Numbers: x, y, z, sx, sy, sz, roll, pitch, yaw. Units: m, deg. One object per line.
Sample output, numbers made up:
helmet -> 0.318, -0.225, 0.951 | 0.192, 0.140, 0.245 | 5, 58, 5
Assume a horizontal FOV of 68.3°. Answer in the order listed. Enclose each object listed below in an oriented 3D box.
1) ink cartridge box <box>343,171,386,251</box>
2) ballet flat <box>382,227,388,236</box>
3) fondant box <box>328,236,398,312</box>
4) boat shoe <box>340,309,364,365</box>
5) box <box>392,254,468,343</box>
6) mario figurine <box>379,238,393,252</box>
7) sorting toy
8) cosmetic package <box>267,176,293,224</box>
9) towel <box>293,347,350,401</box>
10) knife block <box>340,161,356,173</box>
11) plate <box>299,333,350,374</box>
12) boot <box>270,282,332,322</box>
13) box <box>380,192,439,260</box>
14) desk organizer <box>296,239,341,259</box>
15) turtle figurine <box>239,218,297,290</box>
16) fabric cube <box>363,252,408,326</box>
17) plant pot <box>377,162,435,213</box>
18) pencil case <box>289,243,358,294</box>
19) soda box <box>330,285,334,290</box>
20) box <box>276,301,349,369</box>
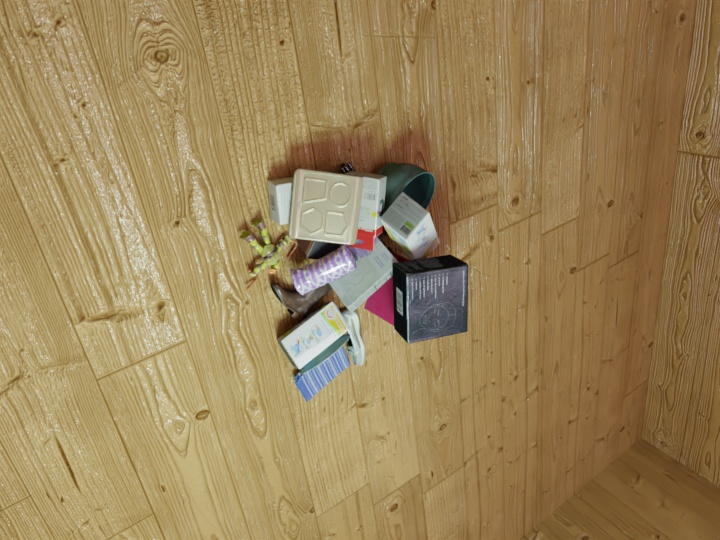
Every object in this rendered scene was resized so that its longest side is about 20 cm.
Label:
ink cartridge box -> 0.007, -0.171, 1.524 | 0.067, 0.112, 0.208 | -35, 133, -62
ballet flat -> 0.046, -0.125, 1.691 | 0.195, 0.067, 0.048 | -6, 111, -39
fondant box -> 0.000, -0.001, 1.565 | 0.199, 0.145, 0.058 | -40, 158, -3
boat shoe -> -0.031, 0.225, 1.767 | 0.063, 0.074, 0.210 | -17, 113, -20
box -> 0.199, 0.078, 1.514 | 0.189, 0.124, 0.208 | -7, 107, -16
mario figurine -> 0.018, -0.005, 1.724 | 0.203, 0.121, 0.106 | -54, 169, -13
sorting toy -> -0.095, -0.175, 1.463 | 0.192, 0.037, 0.193 | 5, 105, -12
cosmetic package -> -0.159, -0.208, 1.506 | 0.194, 0.081, 0.117 | -16, 115, -28
towel -> -0.123, 0.336, 1.754 | 0.198, 0.024, 0.147 | -38, 139, -16
knife block -> -0.007, -0.234, 1.611 | 0.194, 0.064, 0.182 | 0, 108, -34
plate -> -0.116, 0.252, 1.658 | 0.198, 0.200, 0.026 | -37, 93, -17
boot -> -0.161, 0.036, 1.607 | 0.199, 0.064, 0.188 | -43, 139, -10
box -> 0.148, -0.115, 1.551 | 0.102, 0.112, 0.200 | -47, 152, -5
desk organizer -> -0.089, -0.080, 1.601 | 0.196, 0.077, 0.073 | 6, 123, -44
turtle figurine -> -0.272, -0.049, 1.498 | 0.199, 0.064, 0.164 | -42, 126, -14
fabric cube -> 0.162, 0.082, 1.720 | 0.199, 0.195, 0.202 | 13, 103, -65
plant pot -> 0.117, -0.244, 1.628 | 0.198, 0.134, 0.204 | -35, 148, -25
pencil case -> -0.105, -0.007, 1.515 | 0.195, 0.088, 0.084 | -26, 163, 5
soda box -> 0.000, 0.000, 1.630 | 0.201, 0.067, 0.064 | -50, 160, -6
box -> -0.147, 0.196, 1.630 | 0.198, 0.112, 0.103 | -36, 96, -17
